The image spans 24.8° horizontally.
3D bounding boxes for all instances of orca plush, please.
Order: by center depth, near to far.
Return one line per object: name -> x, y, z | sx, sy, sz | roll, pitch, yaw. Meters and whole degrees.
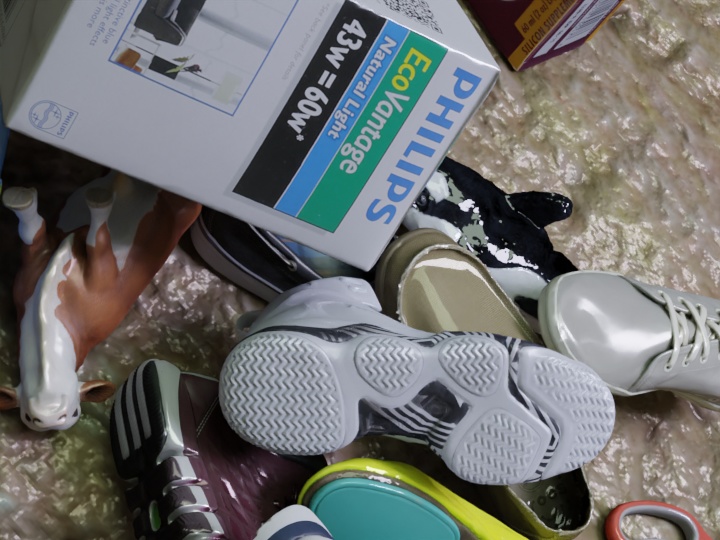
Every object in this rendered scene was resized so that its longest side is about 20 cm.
orca plush -> 0.104, -0.009, 0.976 | 0.200, 0.071, 0.105 | 47, 21, 3

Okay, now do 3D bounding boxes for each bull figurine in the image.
bull figurine -> -0.136, -0.012, 0.846 | 0.064, 0.122, 0.201 | 16, 45, 8

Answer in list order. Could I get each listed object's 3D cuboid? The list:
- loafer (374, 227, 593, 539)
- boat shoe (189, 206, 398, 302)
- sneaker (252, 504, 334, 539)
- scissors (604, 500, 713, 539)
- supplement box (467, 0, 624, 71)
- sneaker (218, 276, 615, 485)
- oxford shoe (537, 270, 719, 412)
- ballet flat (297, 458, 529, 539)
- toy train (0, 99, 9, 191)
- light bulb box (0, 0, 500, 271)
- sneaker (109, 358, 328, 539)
loafer -> 0.078, 0.065, 0.904 | 0.076, 0.067, 0.201 | -35, 103, -21
boat shoe -> 0.000, 0.000, 0.937 | 0.199, 0.066, 0.070 | 32, 52, -10
sneaker -> 0.014, 0.187, 0.779 | 0.077, 0.080, 0.200 | -55, 137, -6
scissors -> 0.236, 0.179, 1.001 | 0.198, 0.014, 0.074 | 6, 58, -25
supplement box -> 0.104, -0.255, 1.118 | 0.085, 0.110, 0.201 | -26, 77, -37
sneaker -> 0.026, 0.050, 0.839 | 0.197, 0.076, 0.115 | 6, 17, -7
oxford shoe -> 0.180, 0.038, 0.953 | 0.199, 0.057, 0.076 | 17, 63, -37
ballet flat -> 0.041, 0.144, 0.868 | 0.199, 0.067, 0.067 | 33, 19, -27
toy train -> -0.216, -0.046, 0.809 | 0.086, 0.114, 0.202 | 18, 56, -20
light bulb box -> -0.066, -0.130, 0.805 | 0.198, 0.125, 0.199 | 22, 25, -28
sneaker -> -0.053, 0.140, 0.823 | 0.114, 0.075, 0.202 | 5, 64, -36
